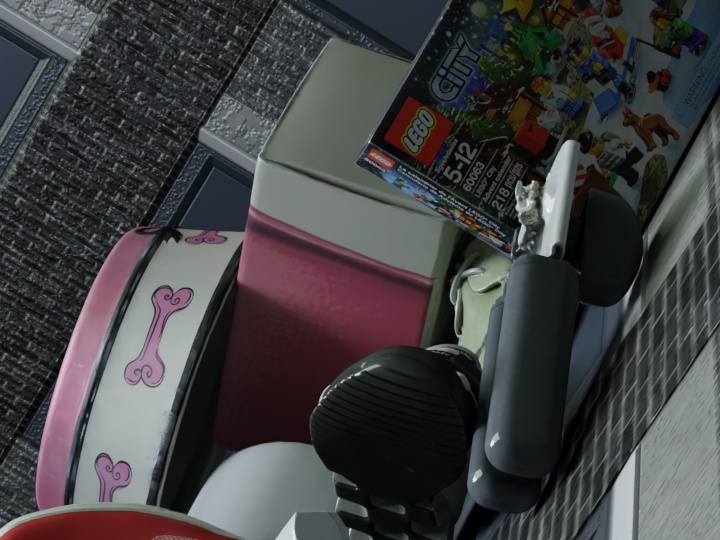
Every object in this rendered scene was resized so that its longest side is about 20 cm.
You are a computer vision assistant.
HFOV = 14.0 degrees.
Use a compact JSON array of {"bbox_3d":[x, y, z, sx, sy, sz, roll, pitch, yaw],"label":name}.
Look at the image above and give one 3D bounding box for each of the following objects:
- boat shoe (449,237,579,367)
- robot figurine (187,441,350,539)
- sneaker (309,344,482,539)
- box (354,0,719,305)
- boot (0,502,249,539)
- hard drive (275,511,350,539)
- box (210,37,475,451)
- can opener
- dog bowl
[{"bbox_3d":[0.075,0.011,1.489,0.072,0.062,0.200,-56,4,37],"label":"boat shoe"},{"bbox_3d":[-0.044,0.163,1.459,0.169,0.113,0.200,-18,23,26],"label":"robot figurine"},{"bbox_3d":[0.025,0.062,1.337,0.200,0.074,0.089,94,-162,-66],"label":"sneaker"},{"bbox_3d":[0.104,-0.102,1.438,0.200,0.136,0.038,-60,4,-19],"label":"box"},{"bbox_3d":[-0.068,0.145,1.272,0.144,0.199,0.073,160,119,-84],"label":"boot"},{"bbox_3d":[-0.040,0.203,1.173,0.200,0.027,0.132,-54,43,48],"label":"hard drive"},{"bbox_3d":[0.000,0.000,1.561,0.128,0.109,0.200,-62,-13,-51],"label":"box"},{"bbox_3d":[0.087,0.021,1.290,0.053,0.066,0.200,109,178,-46],"label":"can opener"},{"bbox_3d":[-0.113,0.065,1.585,0.200,0.074,0.201,18,-90,-83],"label":"dog bowl"}]
